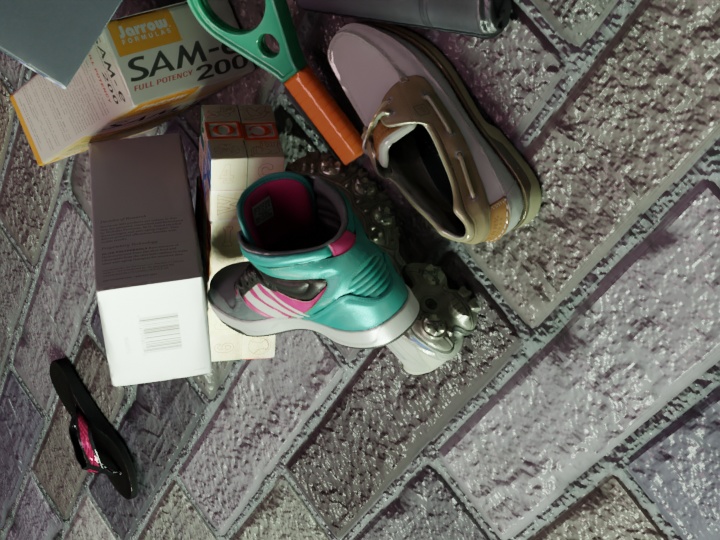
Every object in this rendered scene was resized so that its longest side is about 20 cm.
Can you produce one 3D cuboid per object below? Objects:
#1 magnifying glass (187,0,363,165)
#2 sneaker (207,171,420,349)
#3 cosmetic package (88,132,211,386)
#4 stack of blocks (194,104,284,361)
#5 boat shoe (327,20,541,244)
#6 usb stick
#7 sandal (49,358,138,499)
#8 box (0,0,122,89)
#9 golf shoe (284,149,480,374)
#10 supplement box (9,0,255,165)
[{"bbox_3d":[-0.063,-0.166,0.931,0.080,0.022,0.200,-30,103,42],"label":"magnifying glass"},{"bbox_3d":[-0.060,-0.011,0.867,0.200,0.084,0.121,4,133,44],"label":"sneaker"},{"bbox_3d":[-0.174,-0.014,1.005,0.200,0.085,0.108,-109,14,-50],"label":"cosmetic package"},{"bbox_3d":[-0.104,-0.037,1.022,0.115,0.059,0.200,-109,20,-52],"label":"stack of blocks"},{"bbox_3d":[0.037,-0.100,0.850,0.200,0.068,0.075,47,140,21],"label":"boat shoe"},{"bbox_3d":[0.022,-0.197,0.842,0.200,0.033,0.055,20,126,43],"label":"usb stick"},{"bbox_3d":[-0.336,0.200,1.488,0.200,0.045,0.075,54,142,13],"label":"sandal"},{"bbox_3d":[-0.274,-0.239,0.946,0.107,0.148,0.200,-56,26,5],"label":"box"},{"bbox_3d":[0.000,0.000,0.953,0.200,0.078,0.097,53,147,16],"label":"golf shoe"},{"bbox_3d":[-0.200,-0.161,1.051,0.200,0.126,0.074,-16,97,53],"label":"supplement box"}]
